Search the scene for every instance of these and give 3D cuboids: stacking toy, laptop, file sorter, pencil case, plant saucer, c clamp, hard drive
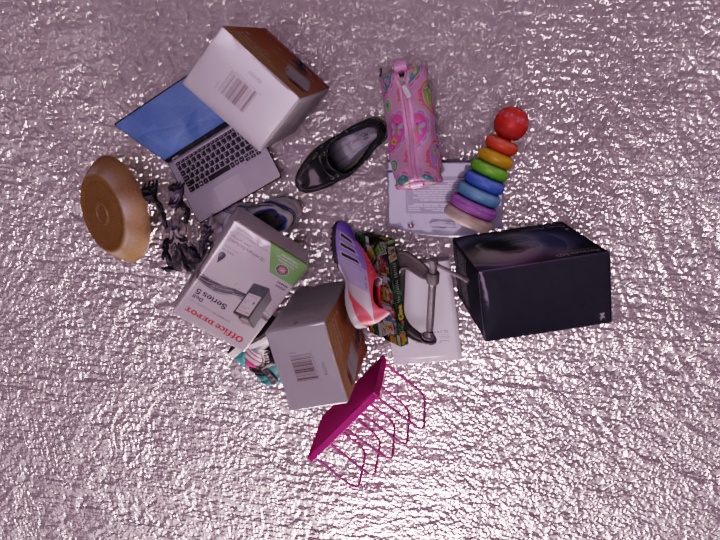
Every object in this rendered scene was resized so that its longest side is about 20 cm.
[{"bbox_3d":[0.213,-0.165,1.016,0.085,0.085,0.200,24,106,0],"label":"stacking toy"},{"bbox_3d":[-0.276,-0.206,1.090,0.187,0.116,0.200,-26,93,18],"label":"laptop"},{"bbox_3d":[0.018,0.297,1.215,0.125,0.139,0.200,39,111,-7],"label":"file sorter"},{"bbox_3d":[0.082,-0.231,1.022,0.087,0.087,0.200,-6,95,11],"label":"pencil case"},{"bbox_3d":[-0.457,-0.107,1.151,0.200,0.035,0.200,16,115,36],"label":"plant saucer"},{"bbox_3d":[0.103,0.053,1.081,0.171,0.027,0.200,39,139,37],"label":"c clamp"},{"bbox_3d":[0.113,0.078,1.180,0.132,0.027,0.200,-6,109,12],"label":"hard drive"}]

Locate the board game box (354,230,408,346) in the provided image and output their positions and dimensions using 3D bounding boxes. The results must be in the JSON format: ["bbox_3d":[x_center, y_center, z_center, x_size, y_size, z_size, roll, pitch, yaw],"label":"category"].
[{"bbox_3d":[0.038,0.032,1.142,0.023,0.105,0.200,-18,110,-26],"label":"board game box"}]

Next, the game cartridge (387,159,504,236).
[{"bbox_3d":[0.146,-0.126,1.097,0.200,0.040,0.133,2,106,9],"label":"game cartridge"}]

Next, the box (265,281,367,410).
[{"bbox_3d":[-0.071,0.127,1.126,0.106,0.200,0.152,-12,107,15],"label":"box"}]

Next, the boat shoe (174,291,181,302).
[{"bbox_3d":[-0.266,0.022,1.197,0.200,0.073,0.065,-35,96,19],"label":"boat shoe"}]

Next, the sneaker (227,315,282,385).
[{"bbox_3d":[-0.169,0.159,1.197,0.121,0.084,0.200,41,149,-12],"label":"sneaker"}]

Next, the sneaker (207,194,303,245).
[{"bbox_3d":[-0.206,-0.086,1.140,0.200,0.088,0.075,-17,108,16],"label":"sneaker"}]

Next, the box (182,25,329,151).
[{"bbox_3d":[-0.156,-0.292,0.996,0.152,0.200,0.106,41,112,-7],"label":"box"}]

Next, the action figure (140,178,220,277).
[{"bbox_3d":[-0.311,-0.067,1.123,0.119,0.102,0.200,-2,127,13],"label":"action figure"}]

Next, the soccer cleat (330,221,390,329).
[{"bbox_3d":[0.000,0.000,1.113,0.073,0.068,0.200,-21,70,22],"label":"soccer cleat"}]

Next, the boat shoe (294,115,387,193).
[{"bbox_3d":[-0.038,-0.193,1.085,0.199,0.066,0.075,-27,104,17],"label":"boat shoe"}]

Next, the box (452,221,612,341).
[{"bbox_3d":[0.270,0.010,1.020,0.200,0.198,0.123,-9,109,-1],"label":"box"}]

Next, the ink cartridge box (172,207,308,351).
[{"bbox_3d":[-0.204,0.018,1.081,0.145,0.084,0.200,32,105,-17],"label":"ink cartridge box"}]
